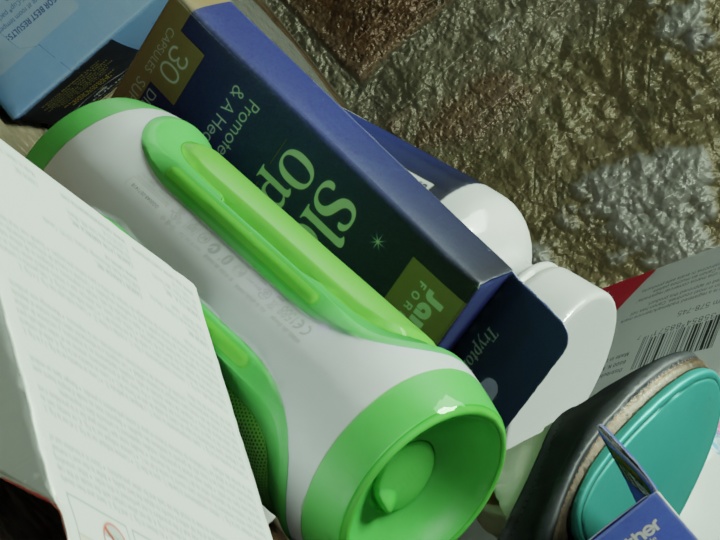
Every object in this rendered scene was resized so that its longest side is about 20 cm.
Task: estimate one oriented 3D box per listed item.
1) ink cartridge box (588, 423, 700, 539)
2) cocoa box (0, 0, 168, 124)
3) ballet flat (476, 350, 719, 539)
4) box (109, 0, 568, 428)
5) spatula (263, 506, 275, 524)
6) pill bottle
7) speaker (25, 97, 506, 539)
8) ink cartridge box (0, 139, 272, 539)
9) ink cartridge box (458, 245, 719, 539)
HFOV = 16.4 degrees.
[{"bbox_3d":[0.132,0.148,0.786,0.200,0.042,0.119,53,-2,37],"label":"ink cartridge box"},{"bbox_3d":[-0.111,-0.177,1.148,0.133,0.200,0.131,51,6,2],"label":"cocoa box"},{"bbox_3d":[0.058,0.101,0.865,0.073,0.200,0.073,23,-32,15],"label":"ballet flat"},{"bbox_3d":[-0.025,0.001,0.954,0.200,0.121,0.032,43,30,15],"label":"box"},{"bbox_3d":[-0.038,0.088,0.908,0.057,0.021,0.200,46,5,0],"label":"spatula"},{"bbox_3d":[0.000,0.000,1.024,0.200,0.111,0.111,30,-3,23],"label":"pill bottle"},{"bbox_3d":[-0.040,0.020,0.875,0.200,0.088,0.088,41,-1,35],"label":"speaker"},{"bbox_3d":[-0.076,0.068,0.724,0.160,0.047,0.200,42,26,-59],"label":"ink cartridge box"},{"bbox_3d":[0.136,0.113,1.060,0.145,0.145,0.200,48,47,-21],"label":"ink cartridge box"}]
